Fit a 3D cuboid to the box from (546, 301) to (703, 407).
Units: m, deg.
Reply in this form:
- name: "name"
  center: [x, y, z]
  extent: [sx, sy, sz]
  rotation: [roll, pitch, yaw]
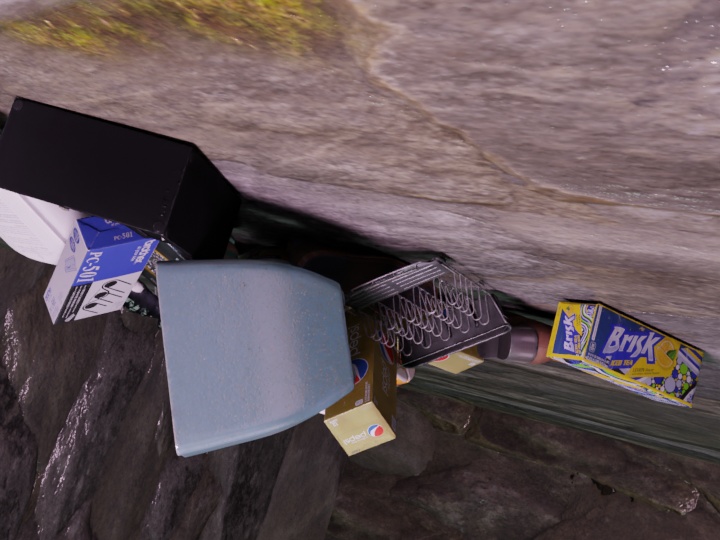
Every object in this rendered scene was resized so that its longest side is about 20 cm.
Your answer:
- name: "box"
  center: [0.312, 0.098, 1.207]
  extent: [0.198, 0.071, 0.064]
  rotation: [23, 169, -33]

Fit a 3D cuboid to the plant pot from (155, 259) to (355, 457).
- name: "plant pot"
  center: [-0.112, 0.092, 1.135]
  extent: [0.197, 0.199, 0.196]
  rotation: [-7, 170, -8]

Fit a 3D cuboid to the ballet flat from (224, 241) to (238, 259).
- name: "ballet flat"
  center: [-0.231, -0.021, 1.375]
  extent: [0.067, 0.069, 0.199]
  rotation: [16, 176, -41]

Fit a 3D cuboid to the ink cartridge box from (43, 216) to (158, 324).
- name: "ink cartridge box"
  center: [-0.313, -0.004, 1.236]
  extent: [0.093, 0.045, 0.200]
  rotation: [-14, 160, -34]

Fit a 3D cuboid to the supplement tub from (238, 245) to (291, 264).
- name: "supplement tub"
  center: [-0.119, 0.049, 1.363]
  extent: [0.142, 0.146, 0.200]
  rotation: [18, -173, -7]

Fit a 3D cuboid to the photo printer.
- name: "photo printer"
  center: [-0.413, -0.084, 1.271]
  extent: [0.165, 0.070, 0.201]
  rotation: [7, 144, 40]

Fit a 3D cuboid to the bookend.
- name: "bookend"
  center: [-0.251, -0.084, 1.089]
  extent: [0.197, 0.093, 0.199]
  rotation: [17, 172, 10]

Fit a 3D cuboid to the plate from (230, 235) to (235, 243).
- name: "plate"
  center: [-0.257, -0.078, 1.363]
  extent: [0.197, 0.026, 0.200]
  rotation: [18, 171, 3]

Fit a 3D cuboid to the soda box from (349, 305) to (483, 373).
- name: "soda box"
  center: [0.079, 0.077, 1.435]
  extent: [0.198, 0.069, 0.064]
  rotation: [22, 148, -29]

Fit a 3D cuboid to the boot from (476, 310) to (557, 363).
- name: "boot"
  center: [0.263, 0.089, 1.357]
  extent: [0.197, 0.070, 0.188]
  rotation: [5, 177, -12]

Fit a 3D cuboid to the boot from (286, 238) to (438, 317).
- name: "boot"
  center: [0.000, 0.000, 1.293]
  extent: [0.198, 0.076, 0.097]
  rotation: [15, -164, -28]

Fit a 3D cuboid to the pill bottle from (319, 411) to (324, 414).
- name: "pill bottle"
  center: [-0.026, 0.125, 1.593]
  extent: [0.114, 0.203, 0.116]
  rotation: [16, 172, 2]

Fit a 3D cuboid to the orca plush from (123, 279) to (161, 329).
- name: "orca plush"
  center: [-0.354, 0.034, 1.476]
  extent: [0.105, 0.071, 0.200]
  rotation: [22, 160, 46]

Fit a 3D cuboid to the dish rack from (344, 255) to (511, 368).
- name: "dish rack"
  center: [0.074, 0.049, 1.216]
  extent: [0.152, 0.055, 0.199]
  rotation: [-24, 152, 21]

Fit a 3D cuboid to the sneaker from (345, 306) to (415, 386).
- name: "sneaker"
  center: [-0.006, 0.091, 1.480]
  extent: [0.078, 0.201, 0.077]
  rotation: [-15, 157, -47]

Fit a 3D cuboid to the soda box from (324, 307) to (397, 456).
- name: "soda box"
  center: [0.003, 0.126, 1.266]
  extent: [0.067, 0.201, 0.064]
  rotation: [-24, 120, 18]

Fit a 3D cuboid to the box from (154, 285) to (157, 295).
- name: "box"
  center: [-0.211, 0.016, 1.565]
  extent: [0.197, 0.051, 0.198]
  rotation: [-5, 177, -15]

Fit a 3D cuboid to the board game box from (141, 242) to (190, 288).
- name: "board game box"
  center: [-0.261, -0.032, 1.289]
  extent: [0.200, 0.028, 0.135]
  rotation: [44, 150, -11]
